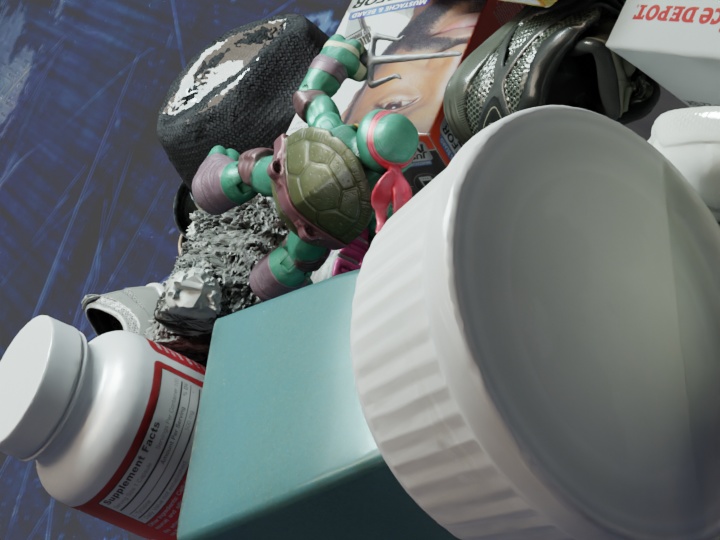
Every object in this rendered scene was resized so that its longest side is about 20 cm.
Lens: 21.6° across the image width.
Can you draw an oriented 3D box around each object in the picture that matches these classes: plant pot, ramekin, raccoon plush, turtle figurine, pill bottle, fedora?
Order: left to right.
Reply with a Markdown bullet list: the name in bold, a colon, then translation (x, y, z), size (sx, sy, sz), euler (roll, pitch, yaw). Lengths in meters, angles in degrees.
- **pill bottle**: translation (-0.126, 0.106, 1.167), size (0.112, 0.199, 0.113), euler (-42, 32, 35)
- **raccoon plush**: translation (-0.074, -0.012, 1.189), size (0.200, 0.096, 0.135), euler (129, 153, -73)
- **fedora**: translation (-0.072, -0.114, 1.335), size (0.200, 0.092, 0.201), euler (-29, 33, 22)
- **turtle figurine**: translation (-0.008, -0.053, 1.026), size (0.199, 0.100, 0.151), euler (-26, 80, 48)
- **plant pot**: translation (0.030, 0.081, 0.985), size (0.199, 0.141, 0.142), euler (-26, 43, 39)
- **ramekin**: translation (0.084, 0.036, 0.839), size (0.094, 0.202, 0.204), euler (-27, 43, 45)

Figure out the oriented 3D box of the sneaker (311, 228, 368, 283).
- **sneaker**: translation (0.000, 0.000, 1.183), size (0.088, 0.081, 0.201), euler (-41, 26, 40)

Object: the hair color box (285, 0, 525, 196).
- **hair color box**: translation (0.039, -0.127, 1.152), size (0.110, 0.064, 0.201), euler (-5, 47, 33)

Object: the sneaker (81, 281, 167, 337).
- **sneaker**: translation (-0.146, 0.097, 1.308), size (0.075, 0.081, 0.201), euler (-61, 38, 42)

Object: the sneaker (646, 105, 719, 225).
- **sneaker**: translation (0.156, -0.025, 0.938), size (0.200, 0.075, 0.089), euler (162, 118, -64)

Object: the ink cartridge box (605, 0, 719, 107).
- **ink cartridge box**: translation (0.224, -0.172, 0.915), size (0.144, 0.083, 0.201), euler (20, 84, 63)

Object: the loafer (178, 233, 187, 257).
- **loafer**: translation (-0.089, 0.032, 1.322), size (0.072, 0.063, 0.200), euler (-55, 27, 15)

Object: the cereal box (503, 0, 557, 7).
- **cereal box**: translation (0.103, -0.210, 1.049), size (0.144, 0.040, 0.200), euler (-42, 21, -6)

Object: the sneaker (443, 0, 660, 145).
- **sneaker**: translation (0.140, -0.140, 1.028), size (0.200, 0.076, 0.114), euler (-48, 29, -14)
